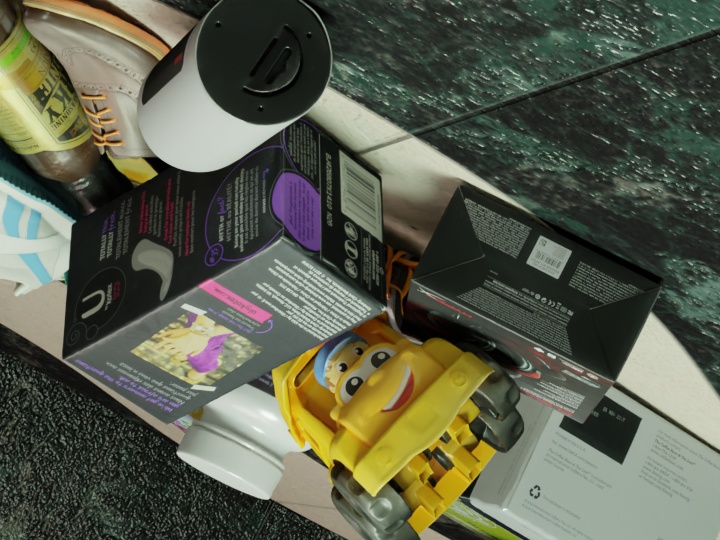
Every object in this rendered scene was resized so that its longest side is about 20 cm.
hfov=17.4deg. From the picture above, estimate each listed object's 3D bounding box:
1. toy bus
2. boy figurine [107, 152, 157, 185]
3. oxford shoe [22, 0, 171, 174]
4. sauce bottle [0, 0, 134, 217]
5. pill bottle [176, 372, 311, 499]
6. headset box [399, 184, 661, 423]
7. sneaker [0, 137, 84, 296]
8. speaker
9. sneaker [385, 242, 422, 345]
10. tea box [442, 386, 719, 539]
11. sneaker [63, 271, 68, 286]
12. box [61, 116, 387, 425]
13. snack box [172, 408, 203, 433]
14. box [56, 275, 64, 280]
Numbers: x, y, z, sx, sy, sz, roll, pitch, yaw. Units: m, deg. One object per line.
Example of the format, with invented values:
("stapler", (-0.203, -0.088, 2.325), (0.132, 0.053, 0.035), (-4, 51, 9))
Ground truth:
("toy bus", (0.003, 0.081, 1.609), (0.192, 0.136, 0.200), (44, 171, 15))
("boy figurine", (-0.169, -0.085, 1.755), (0.200, 0.064, 0.124), (25, 171, -3))
("oxford shoe", (-0.157, -0.115, 1.565), (0.071, 0.073, 0.200), (14, 162, 47))
("sauce bottle", (-0.217, -0.108, 1.589), (0.065, 0.065, 0.200), (17, 154, 40))
("pill bottle", (-0.064, 0.073, 1.856), (0.111, 0.200, 0.111), (25, 167, 6))
("headset box", (0.109, 0.029, 1.586), (0.149, 0.075, 0.200), (27, 169, 4))
("sneaker", (-0.254, -0.041, 1.620), (0.077, 0.081, 0.200), (54, -174, 33))
("speaker", (-0.077, -0.110, 1.396), (0.081, 0.081, 0.200), (29, 169, -11))
("sneaker", (0.000, 0.000, 1.743), (0.200, 0.078, 0.077), (30, 155, -31))
("tea box", (0.162, 0.166, 1.917), (0.200, 0.134, 0.197), (32, 168, -26))
("sneaker", (-0.175, -0.009, 1.760), (0.200, 0.079, 0.075), (26, 171, -15))
("box", (-0.091, -0.002, 1.570), (0.200, 0.122, 0.106), (-27, 135, 30))
("snack box", (-0.130, 0.031, 1.903), (0.068, 0.169, 0.200), (17, 163, 31))
("box", (-0.205, -0.027, 2.026), (0.144, 0.036, 0.200), (2, 168, 1))
